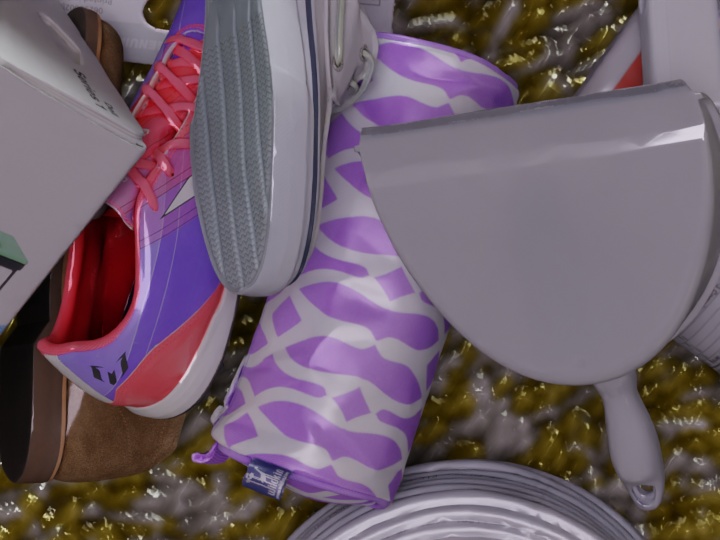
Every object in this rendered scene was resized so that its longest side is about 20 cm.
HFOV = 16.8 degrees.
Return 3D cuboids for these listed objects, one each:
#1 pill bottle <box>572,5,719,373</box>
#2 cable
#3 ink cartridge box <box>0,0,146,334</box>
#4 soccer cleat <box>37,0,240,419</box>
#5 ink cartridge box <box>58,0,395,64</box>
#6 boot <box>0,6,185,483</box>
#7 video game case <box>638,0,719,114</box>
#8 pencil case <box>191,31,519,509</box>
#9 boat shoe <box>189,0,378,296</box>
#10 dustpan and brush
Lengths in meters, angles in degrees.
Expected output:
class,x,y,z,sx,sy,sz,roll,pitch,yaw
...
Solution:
class,x,y,z,sx,sy,sz,roll,pitch,yaw
pill bottle,0.166,-0.012,0.989,0.199,0.112,0.113,36,96,0
cable,0.043,0.181,1.033,0.199,0.069,0.201,24,96,3
ink cartridge box,-0.195,-0.026,0.988,0.084,0.145,0.200,31,104,-39
soccer cleat,-0.076,-0.044,0.989,0.068,0.073,0.202,6,78,40
ink cartridge box,-0.056,-0.189,1.038,0.161,0.057,0.202,6,115,4
boot,-0.109,-0.010,1.046,0.075,0.074,0.202,3,92,-23
video game case,0.207,-0.135,0.963,0.198,0.024,0.184,2,63,-4
pencil case,0.000,0.000,1.001,0.085,0.084,0.202,16,82,23
boat shoe,-0.023,-0.090,0.954,0.066,0.073,0.202,3,83,-32
dustpan and brush,0.089,0.018,0.950,0.138,0.057,0.202,-7,113,20
